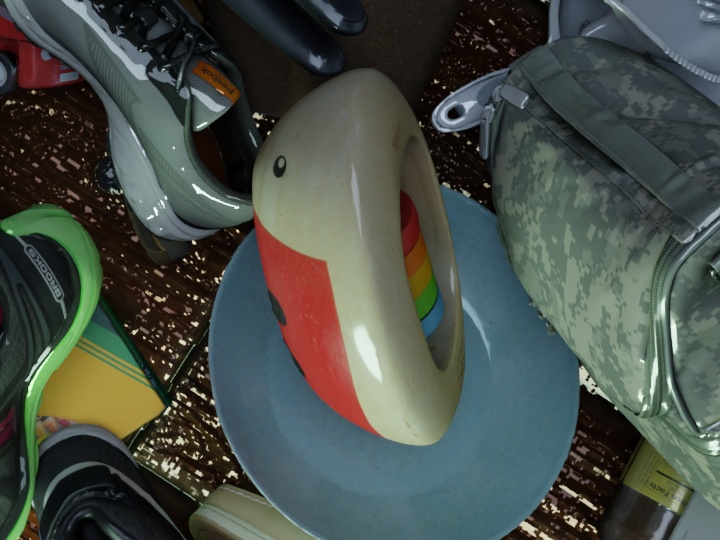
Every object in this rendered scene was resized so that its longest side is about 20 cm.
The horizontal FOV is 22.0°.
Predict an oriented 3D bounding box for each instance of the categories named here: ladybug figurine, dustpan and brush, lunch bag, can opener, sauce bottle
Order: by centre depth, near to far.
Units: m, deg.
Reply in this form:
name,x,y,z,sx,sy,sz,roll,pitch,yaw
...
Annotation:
name,x,y,z,sx,sy,sz,roll,pitch,yaw
can opener,-0.076,-0.162,0.830,0.200,0.063,0.079,45,56,3
ladybug figurine,0.000,0.000,0.855,0.071,0.136,0.201,-5,129,15
lunch bag,0.148,-0.010,0.858,0.139,0.200,0.168,-37,126,-1
dustpan and brush,0.197,-0.131,0.906,0.057,0.200,0.141,13,69,35
dustpan and brush,0.125,-0.116,0.953,0.199,0.057,0.141,-25,90,-3
sauce bottle,0.165,0.117,0.960,0.064,0.065,0.201,28,90,-2

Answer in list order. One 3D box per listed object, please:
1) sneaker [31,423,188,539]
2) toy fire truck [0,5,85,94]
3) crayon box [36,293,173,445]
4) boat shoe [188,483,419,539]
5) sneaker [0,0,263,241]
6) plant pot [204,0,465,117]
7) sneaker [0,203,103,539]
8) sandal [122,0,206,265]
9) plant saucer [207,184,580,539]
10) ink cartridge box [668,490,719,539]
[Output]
name,x,y,z,sx,sy,sz,roll,pitch,yaw
sneaker,-0.095,0.176,0.894,0.073,0.112,0.201,-34,112,0
toy fire truck,-0.218,-0.170,0.915,0.198,0.049,0.143,13,109,29
crayon box,-0.209,0.074,0.941,0.199,0.058,0.119,-34,92,-3
boat shoe,0.010,0.153,0.953,0.199,0.074,0.070,26,65,1
sneaker,-0.099,-0.105,0.856,0.074,0.079,0.201,-48,118,-34
plant pot,-0.009,-0.177,0.909,0.185,0.187,0.202,6,101,-3
sneaker,-0.186,0.059,0.850,0.077,0.083,0.202,34,113,37
sandal,-0.101,-0.105,0.939,0.053,0.080,0.202,-9,96,8
plant saucer,0.015,0.051,0.945,0.199,0.039,0.203,5,72,-17
ink cartridge box,0.230,0.148,0.952,0.176,0.045,0.201,32,86,-42
